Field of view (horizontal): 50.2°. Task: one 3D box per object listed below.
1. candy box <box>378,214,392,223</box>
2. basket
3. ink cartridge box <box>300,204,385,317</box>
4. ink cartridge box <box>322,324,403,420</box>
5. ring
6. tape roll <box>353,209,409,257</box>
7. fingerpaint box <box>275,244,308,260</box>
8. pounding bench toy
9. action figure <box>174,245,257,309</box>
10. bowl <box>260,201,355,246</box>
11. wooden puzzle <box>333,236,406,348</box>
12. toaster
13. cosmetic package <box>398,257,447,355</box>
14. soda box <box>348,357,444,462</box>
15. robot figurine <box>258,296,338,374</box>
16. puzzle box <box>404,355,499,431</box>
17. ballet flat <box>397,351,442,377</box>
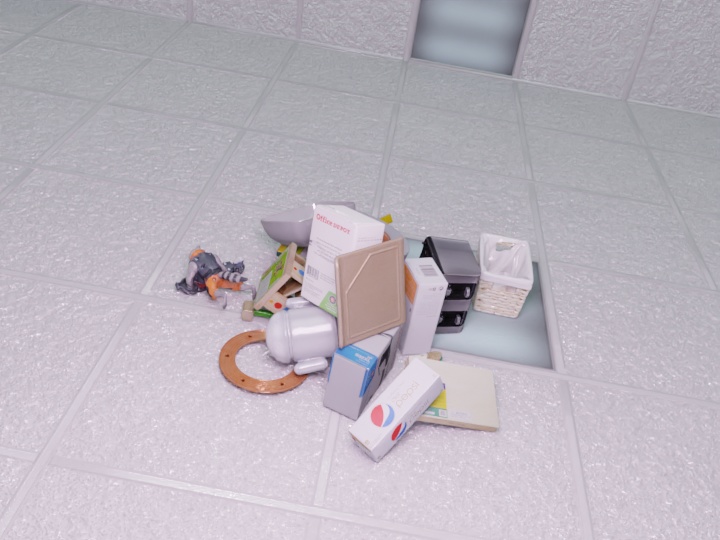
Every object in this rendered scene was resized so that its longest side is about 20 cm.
[{"bbox_3d":[-0.016,-0.089,1.924,0.199,0.027,0.102,-28,8,-42],"label":"candy box"},{"bbox_3d":[0.358,0.013,1.967,0.134,0.124,0.201,11,34,2],"label":"basket"},{"bbox_3d":[-0.038,-0.021,1.583,0.083,0.202,0.145,-4,22,-41],"label":"ink cartridge box"},{"bbox_3d":[0.010,0.188,1.598,0.083,0.146,0.200,22,35,15],"label":"ink cartridge box"},{"bbox_3d":[-0.204,0.196,1.647,0.198,0.019,0.201,8,33,-5],"label":"ring"},{"bbox_3d":[0.009,-0.061,1.736,0.199,0.067,0.201,21,26,-10],"label":"tape roll"},{"bbox_3d":[-0.110,-0.051,1.986,0.165,0.074,0.201,13,34,7],"label":"fingerpaint box"},{"bbox_3d":[-0.160,0.073,1.758,0.156,0.200,0.125,36,30,-20],"label":"pounding bench toy"},{"bbox_3d":[-0.329,0.002,1.829,0.193,0.105,0.199,35,40,23],"label":"action figure"},{"bbox_3d":[-0.123,-0.113,1.893,0.199,0.075,0.199,-21,15,-33],"label":"bowl"},{"bbox_3d":[0.018,0.040,1.529,0.037,0.187,0.199,15,25,43],"label":"wooden puzzle"},{"bbox_3d":[0.198,0.031,1.853,0.117,0.182,0.201,5,35,-13],"label":"toaster"},{"bbox_3d":[0.128,0.082,1.736,0.071,0.201,0.102,-3,35,-19],"label":"cosmetic package"},{"bbox_3d":[0.071,0.269,1.490,0.068,0.064,0.200,35,72,32],"label":"soda box"},{"bbox_3d":[-0.115,0.135,1.628,0.198,0.113,0.171,-6,64,-6],"label":"robot figurine"},{"bbox_3d":[0.187,0.254,1.586,0.198,0.025,0.134,12,54,-16],"label":"puzzle box"},{"bbox_3d":[0.121,0.219,1.643,0.065,0.071,0.200,43,35,-3],"label":"ballet flat"}]
